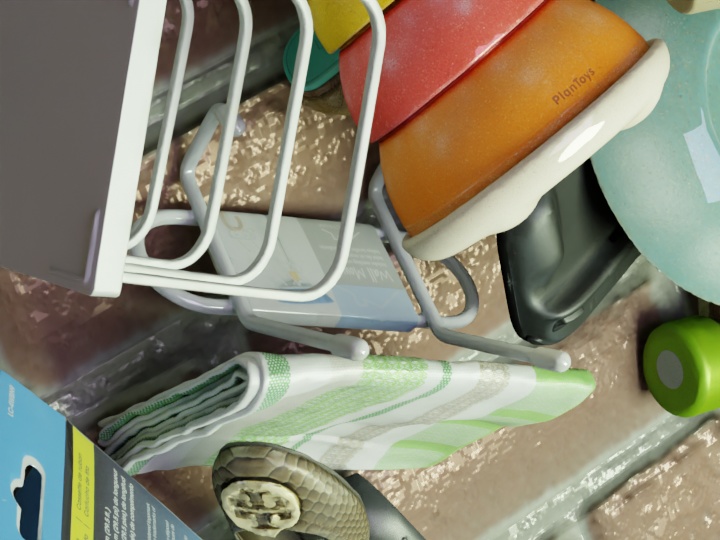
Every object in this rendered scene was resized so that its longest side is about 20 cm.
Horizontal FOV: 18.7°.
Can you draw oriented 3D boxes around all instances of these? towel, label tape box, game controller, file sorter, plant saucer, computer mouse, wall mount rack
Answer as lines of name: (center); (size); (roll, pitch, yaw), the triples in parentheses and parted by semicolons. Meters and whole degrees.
towel: (-0.006, 0.072, 1.038); (0.199, 0.149, 0.031); (5, 71, -35)
label tape box: (-0.117, 0.161, 0.975); (0.066, 0.144, 0.200); (-34, 123, 18)
game controller: (0.132, -0.053, 1.104); (0.200, 0.042, 0.105); (-47, 132, -33)
file sorter: (-0.103, -0.069, 0.913); (0.124, 0.199, 0.140); (7, 95, -40)
plant saucer: (0.199, -0.082, 1.082); (0.200, 0.039, 0.202); (4, 81, -29)
computer mouse: (0.039, 0.173, 1.146); (0.034, 0.059, 0.200); (-46, 125, -7)
wall mount rack: (0.000, 0.000, 1.018); (0.199, 0.174, 0.075); (4, 134, -36)

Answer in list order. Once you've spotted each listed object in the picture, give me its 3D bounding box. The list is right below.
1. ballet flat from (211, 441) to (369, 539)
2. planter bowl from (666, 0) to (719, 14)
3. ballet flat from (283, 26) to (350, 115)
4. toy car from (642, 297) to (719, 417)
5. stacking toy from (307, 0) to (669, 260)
ballet flat: (-0.026, 0.143, 1.050); (0.200, 0.067, 0.047); (69, 33, -54)
planter bowl: (0.186, -0.195, 0.991); (0.134, 0.200, 0.201); (-22, 113, -3)
ballet flat: (0.051, -0.139, 1.040); (0.200, 0.068, 0.072); (-43, 140, 24)
toy car: (0.277, 0.012, 1.189); (0.164, 0.200, 0.159); (-13, 106, -32)
stacking toy: (0.027, -0.119, 0.957); (0.146, 0.146, 0.200); (-39, 94, -23)
